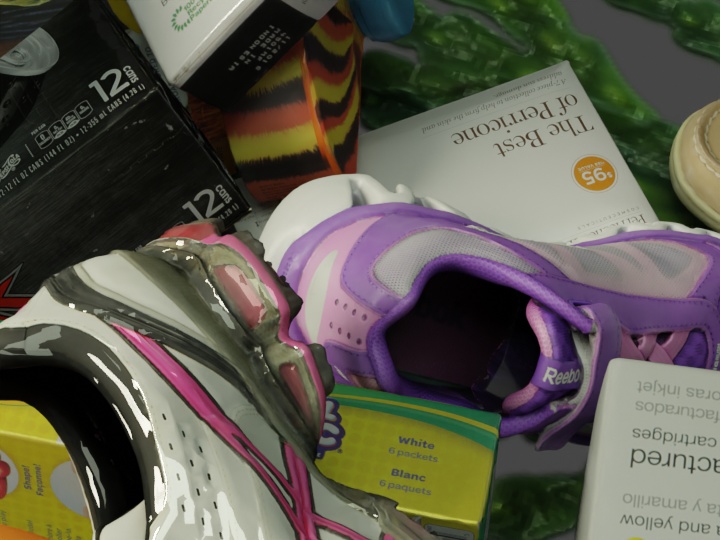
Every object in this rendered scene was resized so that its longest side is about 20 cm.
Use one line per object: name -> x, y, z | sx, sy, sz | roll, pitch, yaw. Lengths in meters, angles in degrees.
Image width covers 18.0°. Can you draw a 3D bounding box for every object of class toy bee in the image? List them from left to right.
toy bee -> -0.032, -0.125, 0.810 | 0.130, 0.109, 0.201 | -24, 39, 2

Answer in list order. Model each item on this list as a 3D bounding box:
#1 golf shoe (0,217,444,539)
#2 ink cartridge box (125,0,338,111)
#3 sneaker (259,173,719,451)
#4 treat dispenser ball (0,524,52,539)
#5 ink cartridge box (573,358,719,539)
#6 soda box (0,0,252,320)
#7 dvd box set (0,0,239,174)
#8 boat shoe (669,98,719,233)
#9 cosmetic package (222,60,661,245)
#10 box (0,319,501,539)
golf shoe -> -0.028, 0.084, 0.599 | 0.092, 0.073, 0.201 | -23, 70, -38
ink cartridge box -> -0.059, -0.156, 0.769 | 0.095, 0.037, 0.201 | -43, 55, 19
sneaker -> 0.066, 0.024, 0.731 | 0.198, 0.088, 0.081 | 8, 100, -20
treat dispenser ball -> -0.122, 0.168, 0.616 | 0.199, 0.201, 0.202 | 0, 60, 0
ink cartridge box -> 0.124, 0.153, 0.654 | 0.144, 0.145, 0.201 | 8, 61, 4
soda box -> -0.140, 0.003, 0.743 | 0.199, 0.071, 0.063 | -38, 47, 0
dvd box set -> -0.161, -0.072, 0.853 | 0.198, 0.029, 0.147 | -17, 61, -10
boat shoe -> 0.210, -0.033, 0.807 | 0.198, 0.065, 0.073 | 15, 61, 9
cosmetic package -> 0.000, 0.000, 0.798 | 0.199, 0.051, 0.083 | -21, 63, -11
box -> -0.059, 0.078, 0.714 | 0.198, 0.118, 0.049 | 9, 48, 5
